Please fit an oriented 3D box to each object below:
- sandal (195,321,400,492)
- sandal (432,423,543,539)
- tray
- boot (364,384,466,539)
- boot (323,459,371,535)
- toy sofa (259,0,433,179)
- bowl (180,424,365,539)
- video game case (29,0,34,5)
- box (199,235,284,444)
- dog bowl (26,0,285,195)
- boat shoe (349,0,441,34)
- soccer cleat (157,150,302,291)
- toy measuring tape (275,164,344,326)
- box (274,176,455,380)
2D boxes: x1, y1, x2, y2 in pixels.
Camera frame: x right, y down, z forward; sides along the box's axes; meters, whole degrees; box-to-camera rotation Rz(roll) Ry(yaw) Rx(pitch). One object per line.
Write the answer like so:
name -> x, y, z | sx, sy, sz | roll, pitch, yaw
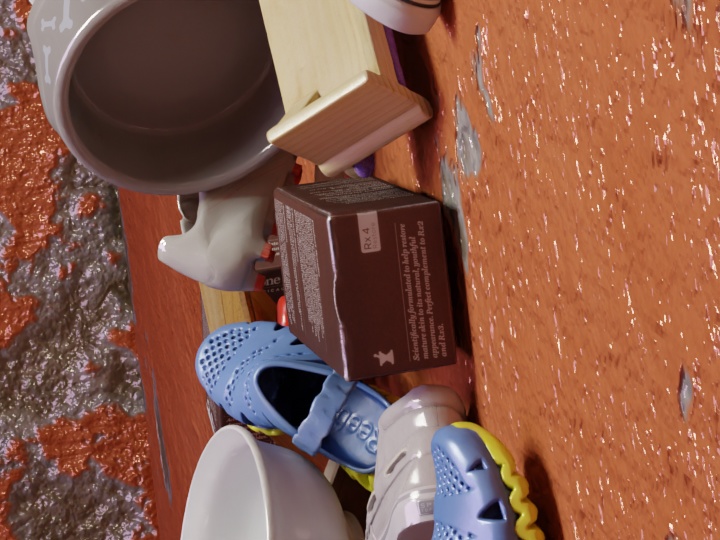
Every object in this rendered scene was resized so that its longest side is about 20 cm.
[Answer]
sandal -> -0.043, 0.078, 1.642 | 0.199, 0.087, 0.080 | 21, 83, 43
sandal -> 0.057, 0.183, 1.338 | 0.079, 0.086, 0.201 | 134, 129, -79
tray -> -0.054, 0.082, 1.826 | 0.200, 0.037, 0.099 | 53, -162, -54
boot -> 0.038, 0.143, 1.538 | 0.200, 0.073, 0.096 | 112, 158, -62
boot -> -0.041, 0.216, 1.769 | 0.146, 0.070, 0.201 | -19, 60, 52
toy sofa -> -0.016, -0.161, 1.521 | 0.097, 0.083, 0.201 | 23, -135, -48
bowl -> -0.051, 0.205, 1.637 | 0.201, 0.090, 0.202 | -175, 90, -71
video game case -> -0.131, -0.209, 1.682 | 0.182, 0.200, 0.023 | 53, -153, -6
box -> -0.070, 0.048, 1.935 | 0.075, 0.099, 0.201 | -110, 15, -48
dog bowl -> -0.117, -0.134, 1.613 | 0.059, 0.199, 0.201 | -111, 16, -47
boat shoe -> -0.004, -0.223, 1.427 | 0.071, 0.072, 0.201 | -51, 55, 32
soccer cleat -> -0.083, -0.056, 1.713 | 0.200, 0.077, 0.070 | -71, -3, -56
toy measuring tape -> -0.026, 0.001, 1.769 | 0.074, 0.073, 0.201 | 133, 138, -77
box -> 0.000, 0.000, 1.545 | 0.200, 0.074, 0.101 | -142, 45, -78
